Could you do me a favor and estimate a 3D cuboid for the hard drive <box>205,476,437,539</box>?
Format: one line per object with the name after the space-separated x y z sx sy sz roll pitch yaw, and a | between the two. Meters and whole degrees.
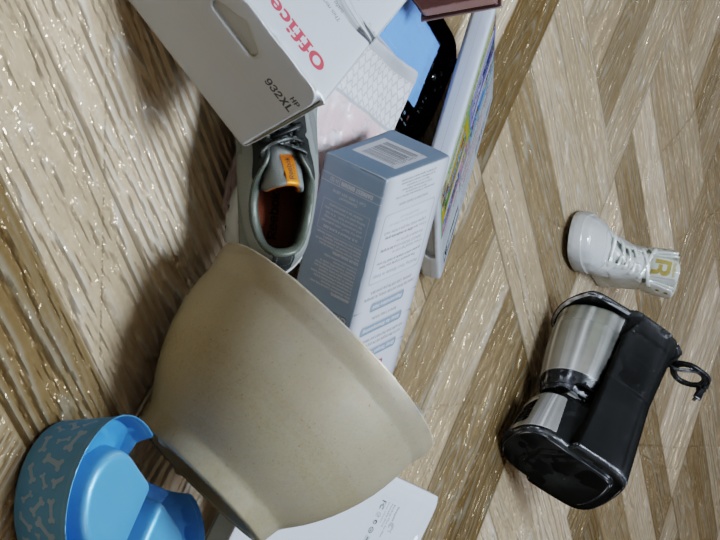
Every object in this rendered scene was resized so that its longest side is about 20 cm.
-0.031 0.205 1.427 0.199 0.026 0.133 30 84 -44 | hard drive

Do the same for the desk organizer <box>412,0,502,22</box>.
0.071 -0.316 1.512 0.077 0.071 0.202 40 47 -61 | desk organizer

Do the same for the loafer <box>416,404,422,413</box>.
-0.018 0.161 1.524 0.200 0.072 0.063 -29 140 -54 | loafer

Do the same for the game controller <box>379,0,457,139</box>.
0.032 -0.191 1.552 0.200 0.042 0.105 48 53 -59 | game controller

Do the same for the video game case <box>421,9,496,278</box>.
0.088 -0.118 1.664 0.182 0.022 0.201 83 23 -67 | video game case

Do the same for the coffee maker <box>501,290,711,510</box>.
0.271 0.151 2.007 0.135 0.191 0.201 92 20 -56 | coffee maker

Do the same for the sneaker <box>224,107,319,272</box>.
-0.057 -0.095 1.291 0.079 0.073 0.202 179 -91 -75 | sneaker

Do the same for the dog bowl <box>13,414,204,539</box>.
-0.164 0.171 1.202 0.201 0.049 0.112 67 38 -50 | dog bowl

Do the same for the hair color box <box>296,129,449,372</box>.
0.000 0.000 1.438 0.099 0.060 0.202 -24 133 -55 | hair color box

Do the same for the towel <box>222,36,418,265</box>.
-0.027 -0.102 1.427 0.200 0.032 0.193 33 75 -62 | towel

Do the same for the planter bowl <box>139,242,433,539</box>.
-0.067 0.098 1.260 0.135 0.200 0.201 -45 144 -13 | planter bowl

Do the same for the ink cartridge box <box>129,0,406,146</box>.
-0.053 -0.202 1.231 0.145 0.083 0.200 51 42 -15 | ink cartridge box

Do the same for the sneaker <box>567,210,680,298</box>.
0.318 -0.018 2.158 0.200 0.115 0.074 26 75 -64 | sneaker
